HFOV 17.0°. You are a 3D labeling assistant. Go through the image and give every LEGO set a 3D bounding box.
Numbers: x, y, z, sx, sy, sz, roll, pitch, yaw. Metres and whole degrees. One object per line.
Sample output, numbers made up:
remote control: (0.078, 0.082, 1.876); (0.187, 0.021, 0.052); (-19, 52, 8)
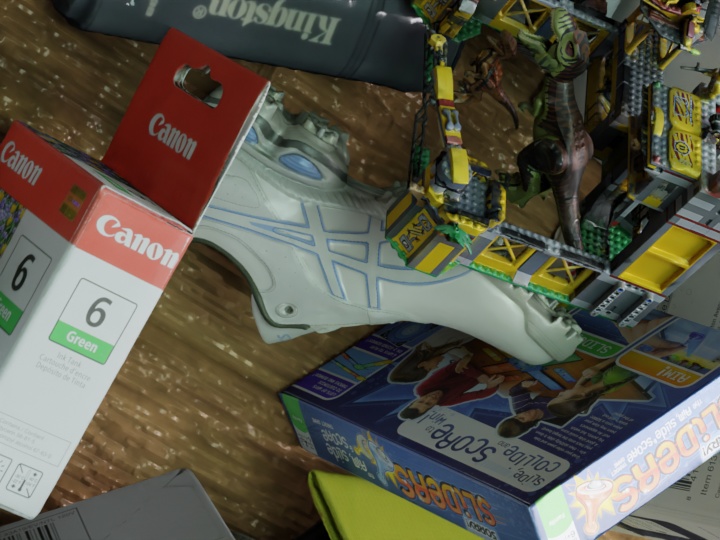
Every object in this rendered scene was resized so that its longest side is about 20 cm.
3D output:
LEGO set: (0.097, -0.080, 1.014); (0.154, 0.116, 0.200); (27, 50, -14)

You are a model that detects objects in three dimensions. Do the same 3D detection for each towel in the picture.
towel: (0.057, 0.141, 1.141); (0.200, 0.086, 0.018); (14, 130, -46)

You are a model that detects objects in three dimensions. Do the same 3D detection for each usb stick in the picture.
usb stick: (-0.039, -0.116, 1.067); (0.200, 0.033, 0.055); (8, 125, -33)

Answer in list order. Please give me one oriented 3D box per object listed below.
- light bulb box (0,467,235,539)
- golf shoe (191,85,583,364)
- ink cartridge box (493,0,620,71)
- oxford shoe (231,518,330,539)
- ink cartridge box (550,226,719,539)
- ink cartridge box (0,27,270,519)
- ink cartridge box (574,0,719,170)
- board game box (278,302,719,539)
light bulb box: (-0.126, 0.219, 1.004); (0.198, 0.125, 0.200); (-16, 110, -11)
golf shoe: (0.000, 0.000, 1.067); (0.200, 0.078, 0.097); (32, 97, 6)
ink cartridge box: (0.078, -0.225, 1.117); (0.198, 0.043, 0.200); (34, 83, -33)
oxford shoe: (0.017, 0.152, 1.143); (0.200, 0.073, 0.084); (7, 89, -36)
ink cartridge box: (0.166, 0.055, 1.130); (0.084, 0.200, 0.145); (28, 77, -35)
ink cartridge box: (-0.122, -0.010, 0.981); (0.050, 0.109, 0.200); (27, 93, -32)
ink cartridge box: (0.208, -0.123, 1.172); (0.129, 0.125, 0.200); (37, 79, -32)
board game box: (0.071, 0.058, 1.078); (0.135, 0.200, 0.034); (-31, 116, -23)
